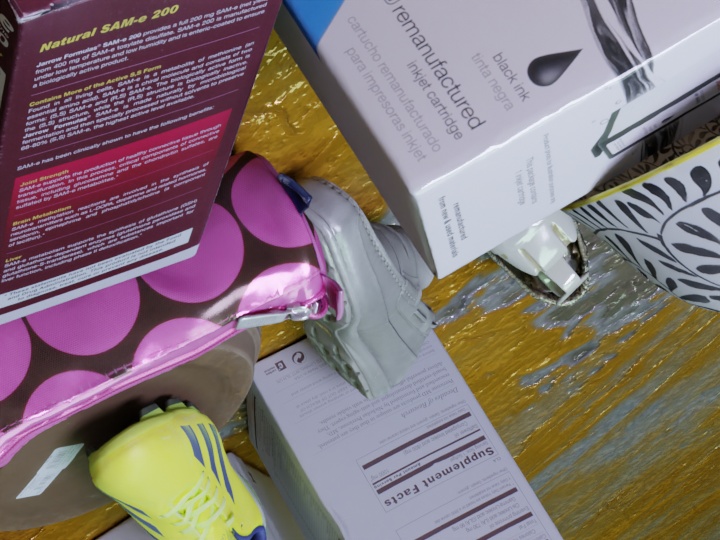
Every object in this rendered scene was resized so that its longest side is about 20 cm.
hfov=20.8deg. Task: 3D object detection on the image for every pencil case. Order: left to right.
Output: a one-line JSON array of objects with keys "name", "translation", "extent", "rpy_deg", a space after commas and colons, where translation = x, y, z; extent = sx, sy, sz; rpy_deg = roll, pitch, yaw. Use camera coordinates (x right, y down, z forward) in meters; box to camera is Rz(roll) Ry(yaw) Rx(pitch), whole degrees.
[{"name": "pencil case", "translation": [-0.110, 0.023, 0.859], "extent": [0.200, 0.094, 0.091], "rpy_deg": [-27, 153, -10]}]

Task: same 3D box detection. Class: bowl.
[{"name": "bowl", "translation": [0.188, -0.036, 0.782], "extent": [0.201, 0.094, 0.201], "rpy_deg": [-30, -176, 2]}]

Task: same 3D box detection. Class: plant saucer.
[{"name": "plant saucer", "translation": [-0.137, 0.080, 1.031], "extent": [0.200, 0.029, 0.200], "rpy_deg": [-26, 158, -11]}]

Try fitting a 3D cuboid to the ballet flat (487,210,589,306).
[{"name": "ballet flat", "translation": [0.092, -0.023, 1.049], "extent": [0.068, 0.075, 0.200], "rpy_deg": [-33, 158, 6]}]

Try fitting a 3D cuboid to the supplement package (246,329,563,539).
[{"name": "supplement package", "translation": [0.027, 0.135, 1.131], "extent": [0.109, 0.200, 0.114], "rpy_deg": [-26, 158, -14]}]

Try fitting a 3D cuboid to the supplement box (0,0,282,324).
[{"name": "supplement box", "translation": [-0.101, -0.064, 0.727], "extent": [0.109, 0.061, 0.200], "rpy_deg": [-20, 156, -28]}]

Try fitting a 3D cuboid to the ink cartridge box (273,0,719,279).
[{"name": "ink cartridge box", "translation": [0.074, -0.115, 0.737], "extent": [0.200, 0.146, 0.084], "rpy_deg": [-31, 156, -4]}]

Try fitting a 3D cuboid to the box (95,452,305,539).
[{"name": "box", "translation": [-0.116, 0.225, 1.260], "extent": [0.200, 0.106, 0.152], "rpy_deg": [-33, 158, 5]}]

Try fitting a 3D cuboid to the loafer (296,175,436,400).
[{"name": "loafer", "translation": [0.000, 0.000, 1.001], "extent": [0.070, 0.070, 0.200], "rpy_deg": [-46, 159, -12]}]

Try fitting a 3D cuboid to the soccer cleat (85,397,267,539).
[{"name": "soccer cleat", "translation": [-0.087, 0.127, 1.044], "extent": [0.065, 0.084, 0.200], "rpy_deg": [-31, 158, -1]}]
